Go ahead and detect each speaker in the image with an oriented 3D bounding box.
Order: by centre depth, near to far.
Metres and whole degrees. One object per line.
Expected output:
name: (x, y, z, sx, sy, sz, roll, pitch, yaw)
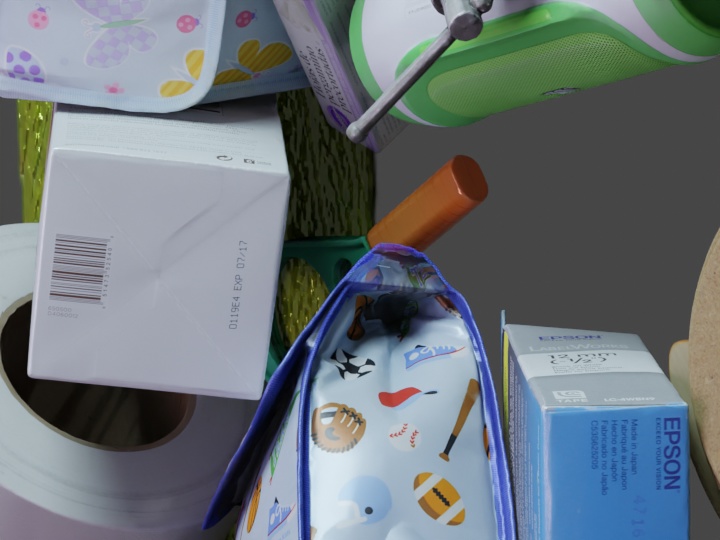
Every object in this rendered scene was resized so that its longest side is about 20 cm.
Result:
speaker: (0.083, -0.115, 1.251, 0.200, 0.088, 0.089, -12, 89, 52)

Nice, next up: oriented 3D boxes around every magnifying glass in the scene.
magnifying glass: (0.000, 0.000, 1.433, 0.200, 0.022, 0.080, -39, 67, 47)

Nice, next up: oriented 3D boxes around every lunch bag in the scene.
lunch bag: (-0.002, 0.111, 1.354, 0.170, 0.123, 0.201, 115, 159, -55)
lunch bag: (-0.086, -0.167, 1.360, 0.127, 0.200, 0.170, 36, 124, 42)

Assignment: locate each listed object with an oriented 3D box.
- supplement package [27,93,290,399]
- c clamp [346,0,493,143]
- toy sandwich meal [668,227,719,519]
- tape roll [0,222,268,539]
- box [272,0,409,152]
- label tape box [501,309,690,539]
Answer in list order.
supplement package: (-0.097, -0.029, 1.401, 0.200, 0.109, 0.114, -103, 21, -71)
c clamp: (0.045, -0.169, 1.239, 0.171, 0.027, 0.200, -38, 34, 26)
toy sandwich meal: (0.207, 0.042, 1.152, 0.205, 0.070, 0.206, 2, 93, 48)
tape roll: (-0.159, 0.094, 1.509, 0.203, 0.202, 0.139, 56, 137, 27)
box: (-0.019, -0.136, 1.323, 0.039, 0.041, 0.200, 32, 159, 38)
label tape box: (0.099, 0.104, 1.279, 0.200, 0.066, 0.144, -95, 3, -79)
